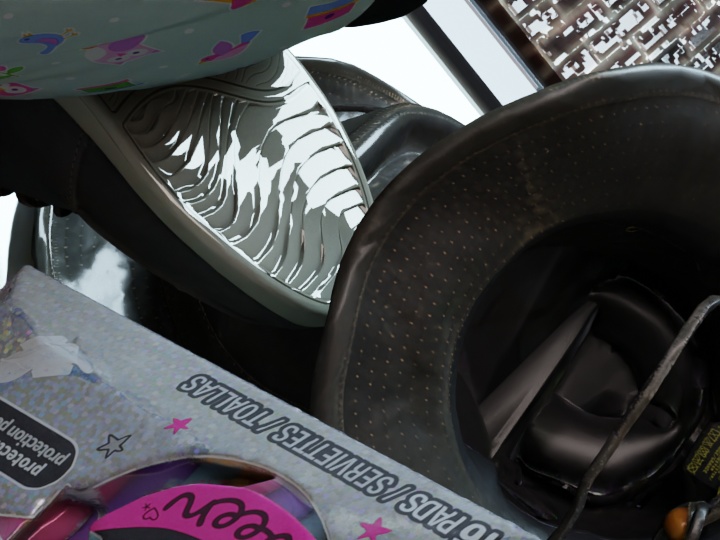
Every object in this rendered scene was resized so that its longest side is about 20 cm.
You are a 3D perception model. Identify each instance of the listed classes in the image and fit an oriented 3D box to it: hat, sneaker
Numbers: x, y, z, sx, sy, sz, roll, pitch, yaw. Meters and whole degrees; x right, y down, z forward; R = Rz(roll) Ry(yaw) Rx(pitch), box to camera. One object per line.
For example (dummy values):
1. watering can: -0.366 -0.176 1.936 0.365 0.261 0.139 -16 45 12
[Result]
1. hat: 0.068 0.027 0.846 0.199 0.081 0.202 -6 107 -20
2. hat: 0.000 0.000 0.915 0.200 0.081 0.202 14 62 -27
3. sneaker: -0.089 -0.045 0.859 0.200 0.106 0.075 43 50 -4

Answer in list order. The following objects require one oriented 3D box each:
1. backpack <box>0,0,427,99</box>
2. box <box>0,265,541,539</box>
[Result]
1. backpack: -0.062 -0.114 0.749 0.199 0.167 0.127 -6 69 -27
2. box: -0.043 0.106 0.698 0.115 0.199 0.133 -43 132 -22
